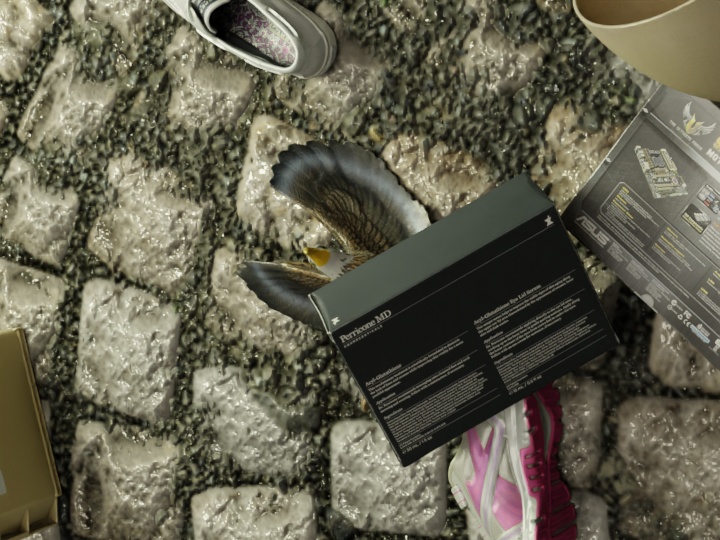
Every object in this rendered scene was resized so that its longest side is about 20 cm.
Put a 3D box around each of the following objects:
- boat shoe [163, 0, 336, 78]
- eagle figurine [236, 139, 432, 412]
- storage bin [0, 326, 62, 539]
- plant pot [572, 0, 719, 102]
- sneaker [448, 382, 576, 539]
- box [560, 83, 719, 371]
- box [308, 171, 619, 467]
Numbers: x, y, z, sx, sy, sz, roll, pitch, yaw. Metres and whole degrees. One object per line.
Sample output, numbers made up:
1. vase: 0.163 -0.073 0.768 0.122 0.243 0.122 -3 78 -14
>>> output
1. boat shoe: -0.115 -0.223 1.733 0.200 0.068 0.072 39 113 19
2. eagle figurine: -0.004 -0.004 1.688 0.151 0.151 0.200 -35 39 -11
3. storage bin: -0.385 0.165 1.865 0.093 0.200 0.200 -13 91 27
4. plant pot: 0.274 -0.200 1.469 0.200 0.201 0.135 -25 121 29
5. sneaker: 0.121 0.181 1.658 0.088 0.081 0.202 -6 86 31
6. box: 0.274 -0.035 1.554 0.200 0.048 0.159 43 114 17
7. box: 0.081 0.038 1.575 0.199 0.079 0.142 -29 120 -2
